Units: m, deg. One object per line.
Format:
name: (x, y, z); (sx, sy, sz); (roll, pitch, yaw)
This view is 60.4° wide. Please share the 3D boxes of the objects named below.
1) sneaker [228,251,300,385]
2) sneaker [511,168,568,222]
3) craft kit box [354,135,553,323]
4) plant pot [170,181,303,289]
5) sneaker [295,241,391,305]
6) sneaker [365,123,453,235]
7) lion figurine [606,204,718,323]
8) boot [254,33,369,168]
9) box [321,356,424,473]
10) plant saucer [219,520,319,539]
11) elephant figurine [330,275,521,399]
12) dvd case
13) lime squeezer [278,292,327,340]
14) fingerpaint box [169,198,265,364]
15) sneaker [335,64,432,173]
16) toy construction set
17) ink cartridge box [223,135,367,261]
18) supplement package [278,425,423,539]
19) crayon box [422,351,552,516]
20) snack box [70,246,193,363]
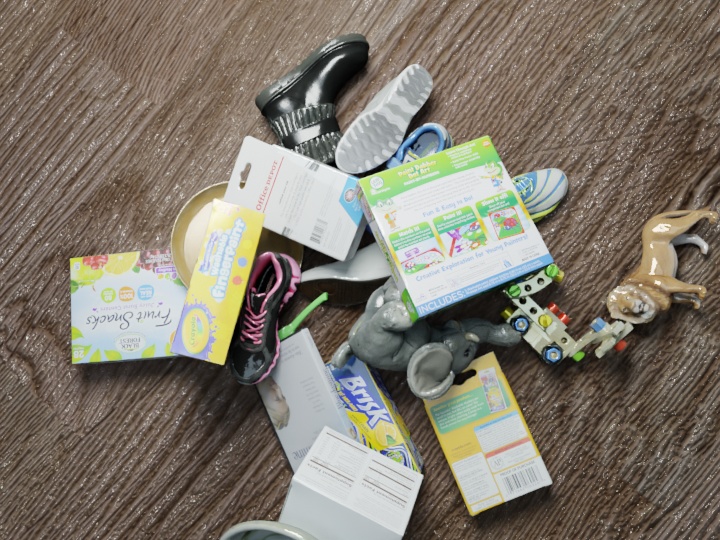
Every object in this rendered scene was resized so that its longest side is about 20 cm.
sneaker: (-0.147, 0.062, 0.884); (0.079, 0.095, 0.201); (12, 78, 7)
sneaker: (0.216, -0.096, 0.903); (0.199, 0.105, 0.076); (-28, 82, 5)
craft kit box: (0.120, -0.058, 0.814); (0.199, 0.049, 0.198); (-20, 79, -12)
plant pot: (-0.188, -0.037, 0.955); (0.199, 0.027, 0.201); (2, 83, -13)
sneaker: (0.000, 0.000, 0.953); (0.199, 0.073, 0.085); (-5, 49, 15)
sneaker: (0.065, -0.142, 0.938); (0.074, 0.082, 0.200); (34, 91, 7)
lion figurine: (0.433, -0.013, 0.894); (0.122, 0.072, 0.201); (11, 72, 21)
boot: (-0.045, -0.248, 0.963); (0.211, 0.079, 0.158); (-34, 79, 8)
box: (0.020, 0.214, 0.917); (0.064, 0.070, 0.201); (-29, 82, 8)
plant saucer: (-0.090, 0.390, 0.799); (0.199, 0.050, 0.201); (9, 115, 19)
elephant figurine: (0.095, 0.108, 0.866); (0.200, 0.155, 0.142); (38, 48, -13)
dvd case: (-0.089, 0.201, 0.925); (0.142, 0.018, 0.201); (-31, 81, 34)
lime squeezer: (-0.144, 0.080, 0.960); (0.199, 0.038, 0.071); (-6, 102, 18)
fingerpaint box: (-0.194, 0.021, 0.847); (0.073, 0.167, 0.201); (16, 80, -12)
sneaker: (0.032, -0.221, 0.942); (0.075, 0.082, 0.200); (45, 75, -16)
toy construction set: (0.283, 0.058, 0.894); (0.131, 0.092, 0.200); (-46, 70, 1)
ink cartridge box: (-0.085, -0.106, 0.896); (0.199, 0.067, 0.116); (24, 101, 9)
supplement package: (-0.027, 0.349, 0.850); (0.155, 0.111, 0.201); (24, 120, 9)
crayon box: (0.178, 0.234, 0.906); (0.125, 0.052, 0.201); (-23, 83, 5)
snack box: (-0.349, 0.057, 0.980); (0.199, 0.068, 0.169); (-5, 83, 7)
